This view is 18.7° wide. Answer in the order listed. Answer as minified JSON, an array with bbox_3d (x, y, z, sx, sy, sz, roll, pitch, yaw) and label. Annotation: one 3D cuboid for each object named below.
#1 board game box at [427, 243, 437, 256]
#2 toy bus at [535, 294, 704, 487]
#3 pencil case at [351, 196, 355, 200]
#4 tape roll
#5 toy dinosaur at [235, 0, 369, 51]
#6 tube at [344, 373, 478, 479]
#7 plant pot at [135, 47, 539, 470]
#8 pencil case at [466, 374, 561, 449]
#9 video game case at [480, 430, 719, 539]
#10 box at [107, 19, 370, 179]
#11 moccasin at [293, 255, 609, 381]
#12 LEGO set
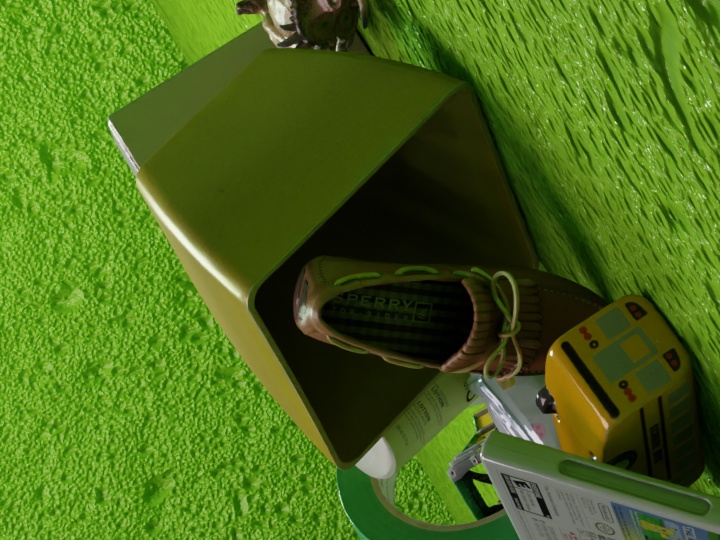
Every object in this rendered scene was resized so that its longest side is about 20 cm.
[{"bbox_3d":[0.000,0.000,1.625,0.199,0.048,0.102,19,165,42],"label":"board game box"},{"bbox_3d":[0.156,0.095,1.291,0.065,0.078,0.200,54,174,28],"label":"toy bus"},{"bbox_3d":[0.027,-0.053,1.655,0.088,0.087,0.200,57,176,12],"label":"pencil case"},{"bbox_3d":[0.082,0.139,1.591,0.201,0.200,0.048,53,175,45],"label":"tape roll"},{"bbox_3d":[-0.035,-0.181,1.544,0.136,0.086,0.200,49,178,21],"label":"toy dinosaur"},{"bbox_3d":[0.063,0.067,1.528,0.052,0.200,0.058,29,139,25],"label":"tube"},{"bbox_3d":[-0.029,-0.031,1.439,0.176,0.200,0.201,34,161,38],"label":"plant pot"},{"bbox_3d":[0.153,0.133,1.478,0.201,0.090,0.083,60,153,9],"label":"pencil case"},{"bbox_3d":[0.173,0.164,1.269,0.181,0.022,0.200,15,156,23],"label":"video game case"},{"bbox_3d":[-0.092,-0.131,1.686,0.078,0.199,0.095,57,175,2],"label":"box"},{"bbox_3d":[0.061,0.028,1.306,0.200,0.074,0.078,13,-171,-18],"label":"moccasin"},{"bbox_3d":[0.167,0.172,1.712,0.201,0.115,0.154,62,-155,4],"label":"LEGO set"}]
